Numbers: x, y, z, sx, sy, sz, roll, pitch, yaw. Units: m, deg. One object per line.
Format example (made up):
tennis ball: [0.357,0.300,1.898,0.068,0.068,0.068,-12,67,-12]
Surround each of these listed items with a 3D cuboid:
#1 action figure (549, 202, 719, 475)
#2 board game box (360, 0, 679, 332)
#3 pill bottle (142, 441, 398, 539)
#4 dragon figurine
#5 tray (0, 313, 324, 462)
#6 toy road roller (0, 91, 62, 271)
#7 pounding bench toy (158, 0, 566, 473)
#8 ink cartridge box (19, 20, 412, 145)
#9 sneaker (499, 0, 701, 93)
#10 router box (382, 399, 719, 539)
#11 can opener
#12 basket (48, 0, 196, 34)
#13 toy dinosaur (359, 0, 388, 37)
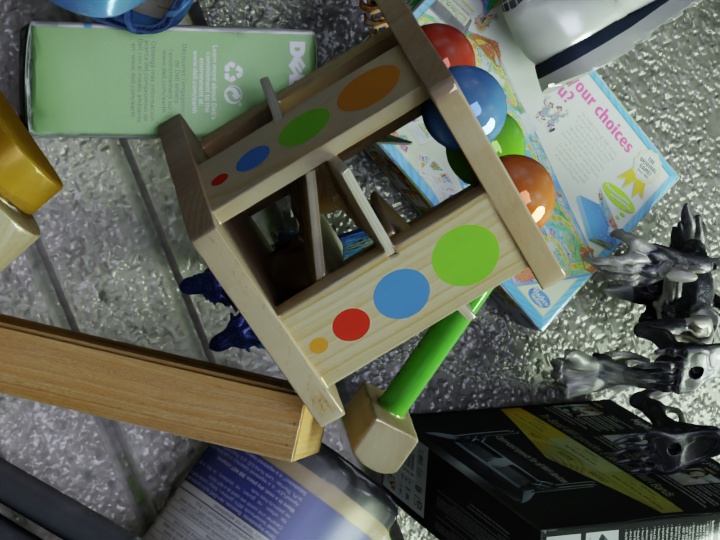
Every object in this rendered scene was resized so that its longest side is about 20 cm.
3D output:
action figure: [0.169,0.032,1.123,0.102,0.200,0.119,7,114,0]
board game box: [0.085,-0.081,1.138,0.134,0.034,0.200,-46,111,-12]
pill bottle: [-0.077,0.182,1.057,0.112,0.112,0.200,39,81,-23]
dragon figurine: [0.000,0.000,1.061,0.199,0.099,0.059,-12,103,-3]
tray: [-0.120,0.057,0.980,0.199,0.099,0.037,13,89,7]
toy road roller: [-0.212,-0.040,0.932,0.123,0.200,0.146,-41,142,3]
pounding bench toy: [0.023,-0.012,0.939,0.156,0.124,0.200,-30,121,4]
ink cartridge box: [-0.079,-0.099,1.007,0.199,0.104,0.060,0,96,-12]
sneaker: [0.160,-0.181,1.123,0.200,0.076,0.081,-35,94,-38]
router box: [0.123,0.130,1.089,0.157,0.200,0.052,-2,104,-23]
can opener: [-0.138,0.153,0.988,0.053,0.200,0.067,-60,158,-9]
basket: [-0.134,-0.189,0.907,0.200,0.176,0.139,-33,151,-55]
toy dinosaur: [-0.023,-0.217,1.017,0.102,0.136,0.201,-2,97,-24]
